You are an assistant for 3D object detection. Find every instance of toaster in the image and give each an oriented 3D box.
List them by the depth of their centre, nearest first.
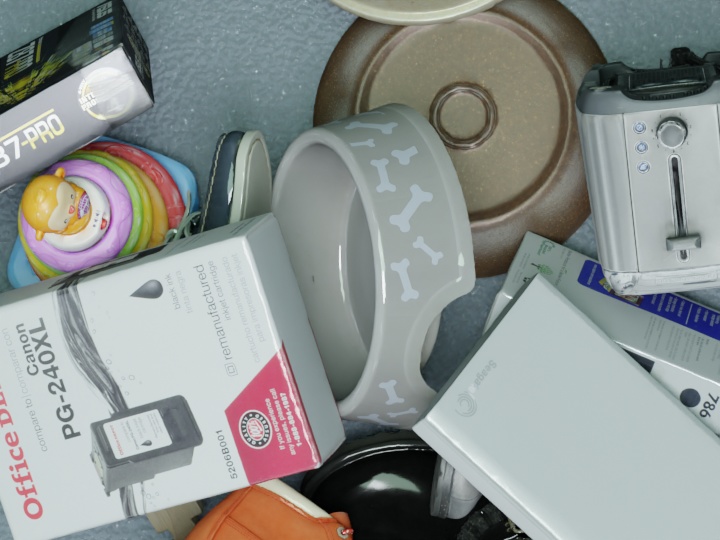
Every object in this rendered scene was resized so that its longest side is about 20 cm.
[{"bbox_3d":[0.191,-0.062,1.647,0.113,0.200,0.130,-5,100,5],"label":"toaster"}]

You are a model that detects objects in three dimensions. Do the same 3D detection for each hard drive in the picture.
[{"bbox_3d":[0.141,0.113,1.576,0.200,0.026,0.132,43,56,-3],"label":"hard drive"}]

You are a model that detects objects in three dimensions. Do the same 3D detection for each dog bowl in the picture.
[{"bbox_3d":[0.000,0.000,1.638,0.058,0.200,0.201,-4,82,-24],"label":"dog bowl"}]

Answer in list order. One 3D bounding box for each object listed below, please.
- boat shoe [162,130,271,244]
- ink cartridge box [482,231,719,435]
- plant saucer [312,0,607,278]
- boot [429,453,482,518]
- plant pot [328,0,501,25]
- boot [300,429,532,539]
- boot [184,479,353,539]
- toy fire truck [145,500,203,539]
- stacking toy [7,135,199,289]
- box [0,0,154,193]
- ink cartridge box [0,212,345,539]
[{"bbox_3d":[-0.094,0.000,1.681,0.062,0.075,0.201,16,124,15],"label":"boat shoe"},{"bbox_3d":[0.180,0.045,1.664,0.199,0.100,0.039,22,116,5],"label":"ink cartridge box"},{"bbox_3d":[0.067,-0.096,1.726,0.199,0.037,0.201,0,84,4],"label":"plant saucer"},{"bbox_3d":[0.124,0.097,1.628,0.131,0.200,0.070,20,126,10],"label":"boot"},{"bbox_3d":[0.028,-0.278,1.659,0.199,0.184,0.201,-2,73,7],"label":"plant pot"},{"bbox_3d":[0.065,0.172,1.629,0.210,0.158,0.080,-3,126,4],"label":"boot"},{"bbox_3d":[-0.014,0.201,1.603,0.200,0.075,0.107,35,66,7],"label":"boot"},{"bbox_3d":[-0.148,0.204,1.682,0.175,0.129,0.201,-16,63,-2],"label":"toy fire truck"},{"bbox_3d":[-0.172,-0.034,1.656,0.109,0.200,0.117,19,87,7],"label":"stacking toy"},{"bbox_3d":[-0.207,-0.100,1.669,0.161,0.200,0.049,-27,106,2],"label":"box"},{"bbox_3d":[-0.128,0.066,1.591,0.199,0.083,0.146,-17,98,14],"label":"ink cartridge box"}]
